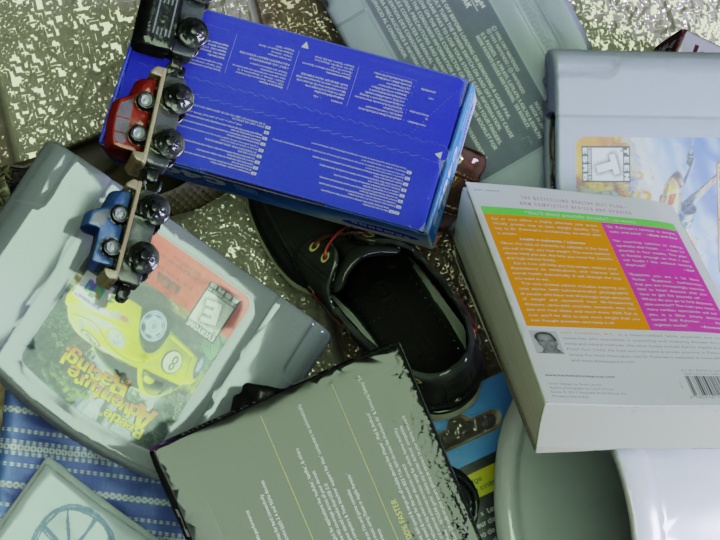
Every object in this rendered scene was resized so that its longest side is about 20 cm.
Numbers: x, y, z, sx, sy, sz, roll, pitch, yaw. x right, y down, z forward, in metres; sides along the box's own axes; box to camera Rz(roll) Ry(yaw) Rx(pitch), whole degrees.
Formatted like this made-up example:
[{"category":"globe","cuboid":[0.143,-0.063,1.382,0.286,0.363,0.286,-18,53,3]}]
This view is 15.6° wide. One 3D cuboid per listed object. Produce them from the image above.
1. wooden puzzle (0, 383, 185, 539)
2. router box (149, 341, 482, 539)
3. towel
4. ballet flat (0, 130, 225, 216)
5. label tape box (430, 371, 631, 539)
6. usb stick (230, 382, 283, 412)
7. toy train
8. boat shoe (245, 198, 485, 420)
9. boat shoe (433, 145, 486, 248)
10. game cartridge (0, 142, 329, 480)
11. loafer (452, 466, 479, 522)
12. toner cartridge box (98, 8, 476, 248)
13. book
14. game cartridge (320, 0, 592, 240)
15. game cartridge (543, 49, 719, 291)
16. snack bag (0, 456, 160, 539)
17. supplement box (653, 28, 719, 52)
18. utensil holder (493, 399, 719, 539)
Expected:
[{"category":"wooden puzzle","cuboid":[-0.185,0.088,1.558,0.199,0.046,0.186,7,83,-14]},{"category":"router box","cuboid":[-0.009,0.159,1.433,0.148,0.051,0.201,-22,88,-9]},{"category":"towel","cuboid":[-0.139,0.116,1.529,0.144,0.024,0.201,8,82,-15]},{"category":"ballet flat","cuboid":[-0.146,-0.061,1.563,0.199,0.046,0.068,-18,63,-21]},{"category":"label tape box","cuboid":[0.087,0.170,1.583,0.144,0.063,0.201,-23,87,-12]},{"category":"usb stick","cuboid":[-0.065,0.165,1.480,0.055,0.033,0.201,12,90,-29]},{"category":"toy train","cuboid":[-0.121,-0.080,1.475,0.046,0.034,0.201,15,74,-13]},{"category":"boat shoe","cuboid":[0.002,-0.002,1.563,0.073,0.063,0.202,-34,66,-13]},{"category":"boat shoe","cuboid":[-0.016,-0.097,1.578,0.200,0.070,0.071,34,107,3]},{"category":"game cartridge","cuboid":[-0.131,0.037,1.502,0.200,0.041,0.133,34,82,-11]},{"category":"loafer","cuboid":[0.015,0.202,1.495,0.068,0.070,0.201,33,76,-14]},{"category":"toner cartridge box","cuboid":[-0.041,-0.086,1.518,0.199,0.043,0.096,16,81,9]},{"category":"book","cuboid":[0.138,0.025,1.448,0.133,0.200,0.048,1,123,-13]},{"category":"game cartridge","cuboid":[0.070,-0.130,1.610,0.133,0.041,0.201,-29,88,11]},{"category":"game cartridge","cuboid":[0.176,-0.031,1.570,0.132,0.042,0.201,-1,87,-7]},{"category":"snack bag","cuboid":[-0.151,0.237,1.497,0.200,0.021,0.189,35,78,-7]},{"category":"supplement box","cuboid":[0.200,-0.034,1.628,0.108,0.061,0.201,24,79,-7]},{"category":"utensil holder","cuboid":[0.200,0.130,1.498,0.199,0.170,0.171,-7,84,-24]}]
